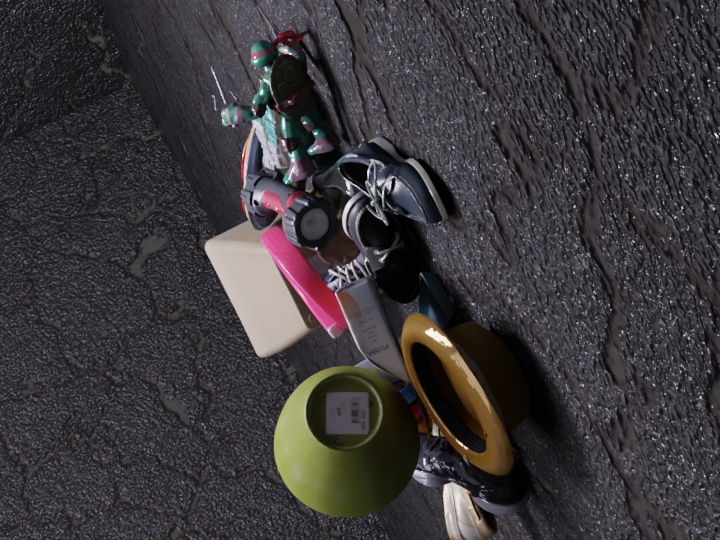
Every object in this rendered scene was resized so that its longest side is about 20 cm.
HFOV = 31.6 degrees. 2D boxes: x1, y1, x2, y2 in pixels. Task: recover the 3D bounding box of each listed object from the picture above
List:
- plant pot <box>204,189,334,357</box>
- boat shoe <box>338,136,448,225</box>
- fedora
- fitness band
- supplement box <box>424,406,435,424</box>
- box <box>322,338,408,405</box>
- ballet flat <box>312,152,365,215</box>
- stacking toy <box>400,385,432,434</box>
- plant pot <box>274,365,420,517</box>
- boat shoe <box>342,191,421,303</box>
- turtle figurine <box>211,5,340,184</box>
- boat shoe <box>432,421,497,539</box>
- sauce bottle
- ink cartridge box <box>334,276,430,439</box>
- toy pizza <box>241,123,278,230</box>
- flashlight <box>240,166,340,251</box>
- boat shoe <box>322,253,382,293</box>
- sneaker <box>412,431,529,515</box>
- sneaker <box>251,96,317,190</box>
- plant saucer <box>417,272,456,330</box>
[{"bbox_3d":[-0.080,0.000,1.886,0.200,0.200,0.177,64,158,-9],"label":"plant pot"},{"bbox_3d":[0.032,-0.093,1.381,0.200,0.062,0.075,48,160,55],"label":"boat shoe"},{"bbox_3d":[0.125,0.122,1.385,0.201,0.082,0.201,50,158,29],"label":"fedora"},{"bbox_3d":[-0.072,0.013,1.644,0.144,0.037,0.200,53,176,-22],"label":"fitness band"},{"bbox_3d":[0.110,0.132,1.562,0.067,0.069,0.200,62,173,17],"label":"supplement box"},{"bbox_3d":[0.021,0.151,1.749,0.048,0.158,0.200,59,176,9],"label":"box"},{"bbox_3d":[-0.021,-0.103,1.576,0.200,0.068,0.069,176,93,-80],"label":"ballet flat"},{"bbox_3d":[0.106,0.265,1.886,0.200,0.110,0.116,52,-175,2],"label":"stacking toy"},{"bbox_3d":[-0.017,0.188,1.528,0.187,0.187,0.200,60,171,16],"label":"plant pot"},{"bbox_3d":[0.031,-0.026,1.531,0.060,0.074,0.200,56,171,33],"label":"boat shoe"},{"bbox_3d":[-0.101,-0.216,1.566,0.101,0.150,0.200,14,138,55],"label":"turtle figurine"},{"bbox_3d":[0.147,0.266,1.715,0.074,0.069,0.201,16,-117,-60],"label":"boat shoe"},{"bbox_3d":[-0.038,-0.079,1.683,0.200,0.066,0.066,-105,-5,-58],"label":"sauce bottle"},{"bbox_3d":[0.028,0.106,1.537,0.162,0.050,0.200,-16,-94,-88],"label":"ink cartridge box"},{"bbox_3d":[-0.136,-0.157,1.812,0.200,0.032,0.201,11,-90,-78],"label":"toy pizza"},{"bbox_3d":[-0.095,-0.077,1.610,0.200,0.068,0.068,26,135,60],"label":"flashlight"},{"bbox_3d":[0.000,0.000,1.700,0.075,0.093,0.200,59,170,18],"label":"boat shoe"},{"bbox_3d":[0.125,0.226,1.617,0.200,0.075,0.114,21,136,34],"label":"sneaker"},{"bbox_3d":[-0.085,-0.160,1.715,0.078,0.091,0.200,44,153,34],"label":"sneaker"},{"bbox_3d":[0.096,0.064,1.597,0.070,0.019,0.200,60,169,20],"label":"plant saucer"}]
